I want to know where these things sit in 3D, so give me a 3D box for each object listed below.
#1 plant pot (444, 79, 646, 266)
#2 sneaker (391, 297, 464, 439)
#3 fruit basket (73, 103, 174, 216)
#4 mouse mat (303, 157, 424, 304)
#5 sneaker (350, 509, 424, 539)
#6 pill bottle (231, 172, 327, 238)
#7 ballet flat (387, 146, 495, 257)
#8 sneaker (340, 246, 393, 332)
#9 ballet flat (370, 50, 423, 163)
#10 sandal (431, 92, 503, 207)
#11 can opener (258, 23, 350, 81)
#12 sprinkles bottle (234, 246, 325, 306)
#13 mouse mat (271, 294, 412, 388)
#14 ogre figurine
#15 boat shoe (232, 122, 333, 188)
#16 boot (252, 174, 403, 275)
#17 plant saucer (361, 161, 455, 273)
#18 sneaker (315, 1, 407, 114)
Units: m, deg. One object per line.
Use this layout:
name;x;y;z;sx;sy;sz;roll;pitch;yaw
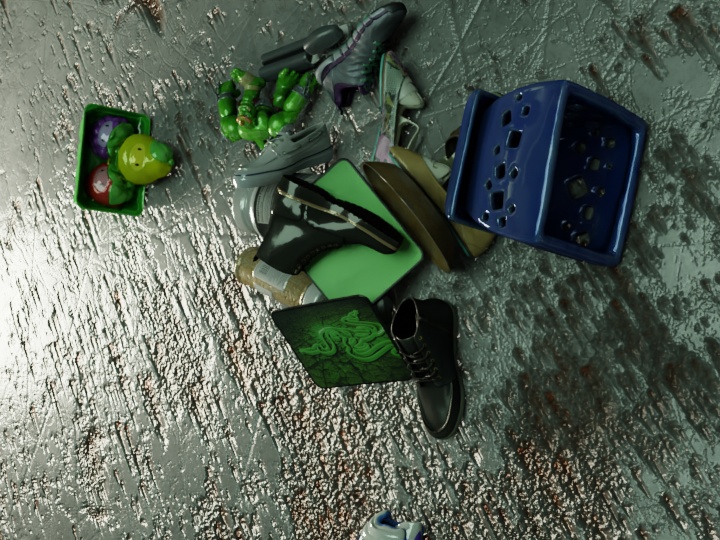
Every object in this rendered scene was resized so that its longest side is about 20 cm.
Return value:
plant pot;0.229;-0.125;1.243;0.179;0.199;0.202;12;91;45
sneaker;0.088;0.138;1.366;0.074;0.106;0.203;-11;77;36
fruit basket;-0.454;-0.208;1.827;0.215;0.154;0.218;-15;72;54
mouse mat;-0.021;-0.045;1.433;0.161;0.008;0.201;-40;83;5
sneaker;0.064;0.433;1.359;0.200;0.080;0.148;37;110;41
pill bottle;-0.105;-0.099;1.547;0.198;0.116;0.118;7;88;39
ballet flat;0.121;-0.112;1.376;0.063;0.069;0.201;-39;92;10
sneaker;0.000;0.000;1.460;0.078;0.075;0.202;-9;75;0
ballet flat;0.059;-0.232;1.476;0.070;0.069;0.203;7;92;20
sandal;0.150;-0.167;1.392;0.202;0.057;0.080;-52;57;20
can opener;-0.102;-0.371;1.610;0.198;0.067;0.054;-10;65;36
sprinkles bottle;-0.119;0.021;1.570;0.199;0.068;0.069;24;98;38
mouse mat;-0.030;0.111;1.445;0.199;0.008;0.162;-12;119;39
ogre figurine;-0.166;-0.276;1.637;0.198;0.098;0.121;7;72;9
boat shoe;-0.127;-0.185;1.521;0.073;0.199;0.068;8;115;40
boot;-0.049;-0.036;1.408;0.199;0.077;0.139;28;104;11
plant saucer;0.076;-0.084;1.370;0.035;0.200;0.200;-39;58;-3
sneaker;0.016;-0.334;1.524;0.200;0.074;0.088;-38;75;39
